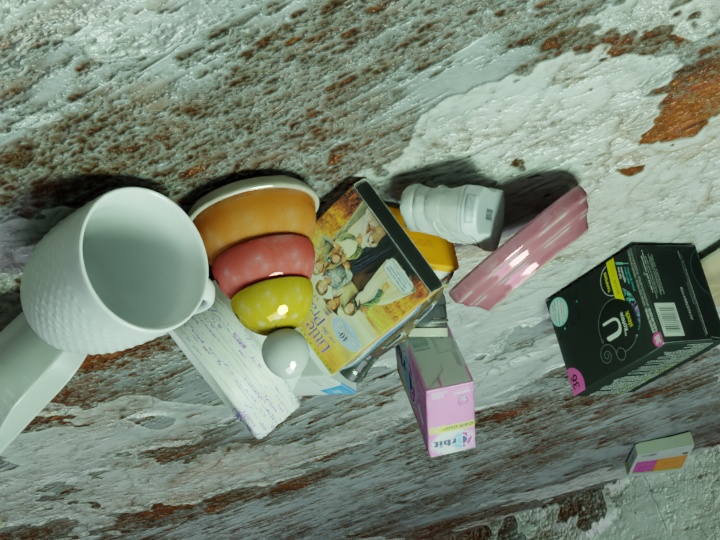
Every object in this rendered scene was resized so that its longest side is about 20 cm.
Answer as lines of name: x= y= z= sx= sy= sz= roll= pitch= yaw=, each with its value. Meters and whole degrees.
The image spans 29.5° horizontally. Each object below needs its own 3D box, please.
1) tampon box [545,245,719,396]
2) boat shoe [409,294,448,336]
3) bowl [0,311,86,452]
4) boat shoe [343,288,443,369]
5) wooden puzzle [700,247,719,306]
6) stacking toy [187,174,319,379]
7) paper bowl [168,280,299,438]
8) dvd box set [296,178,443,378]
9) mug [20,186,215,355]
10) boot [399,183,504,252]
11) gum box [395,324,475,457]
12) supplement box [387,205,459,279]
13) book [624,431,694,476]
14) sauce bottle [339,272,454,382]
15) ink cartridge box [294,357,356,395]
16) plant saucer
tampon box: x=0.384 y=0.072 z=1.930 sx=0.126 sy=0.151 sz=0.200 roll=0 pitch=155 yaw=-34
boat shoe: x=0.016 y=0.051 z=1.780 sx=0.198 sy=0.063 sz=0.073 roll=4 pitch=178 yaw=4
bowl: x=-0.380 y=0.111 z=1.553 sx=0.200 sy=0.075 sz=0.200 roll=-51 pitch=179 yaw=-40
boat shoe: x=0.023 y=0.063 z=1.584 sx=0.072 sy=0.073 sz=0.200 roll=1 pitch=155 yaw=-40
wooden puzzle: x=0.553 y=0.003 z=2.020 sx=0.199 sy=0.047 sz=0.185 roll=5 pitch=152 yaw=-31
stacking toy: x=-0.095 y=0.016 z=1.415 sx=0.145 sy=0.201 sz=0.146 roll=-13 pitch=159 yaw=-5
paper bowl: x=-0.143 y=0.088 z=1.591 sx=0.104 sy=0.201 sz=0.201 roll=-40 pitch=161 yaw=-10
dvd box set: x=-0.016 y=0.012 z=1.516 sx=0.200 sy=0.147 sz=0.029 roll=-40 pitch=173 yaw=40
mug: x=-0.242 y=0.016 z=1.395 sx=0.199 sy=0.149 sz=0.175 roll=12 pitch=156 yaw=-38
boot: x=0.104 y=-0.067 z=1.542 sx=0.095 sy=0.074 sz=0.200 roll=9 pitch=175 yaw=16
gum box: x=0.095 y=0.135 z=1.827 sx=0.066 sy=0.200 sz=0.114 roll=-11 pitch=126 yaw=-8
supplement box: x=0.000 y=0.000 z=1.613 sx=0.126 sy=0.074 sz=0.200 roll=8 pitch=150 yaw=-44
book: x=0.693 y=0.432 z=3.190 sx=0.133 sy=0.048 sz=0.200 roll=-11 pitch=158 yaw=-1
sauce bottle: x=0.039 y=0.055 z=1.703 sx=0.066 sy=0.066 sz=0.200 roll=8 pitch=129 yaw=-45
ink cartridge box: x=-0.115 y=0.124 z=1.801 sx=0.199 sy=0.068 sz=0.116 roll=-4 pitch=163 yaw=19
plant saucer: x=0.194 y=-0.018 z=1.603 sx=0.200 sy=0.051 sz=0.201 roll=-39 pitch=174 yaw=-4
